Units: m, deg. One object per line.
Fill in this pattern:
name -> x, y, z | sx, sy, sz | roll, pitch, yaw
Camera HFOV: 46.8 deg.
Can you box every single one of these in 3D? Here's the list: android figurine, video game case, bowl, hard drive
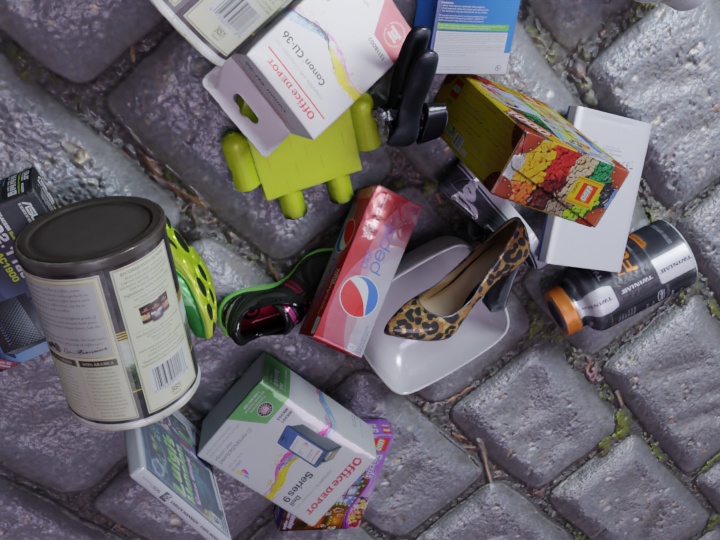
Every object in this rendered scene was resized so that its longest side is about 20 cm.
android figurine -> -0.068, -0.156, 0.955 | 0.182, 0.041, 0.200 | -18, 128, -8
video game case -> -0.236, 0.230, 1.045 | 0.023, 0.200, 0.182 | -34, 127, 2
bowl -> 0.086, 0.053, 1.126 | 0.199, 0.075, 0.200 | -31, 126, 1
hard drive -> 0.307, -0.103, 1.087 | 0.132, 0.025, 0.201 | 6, 98, -28

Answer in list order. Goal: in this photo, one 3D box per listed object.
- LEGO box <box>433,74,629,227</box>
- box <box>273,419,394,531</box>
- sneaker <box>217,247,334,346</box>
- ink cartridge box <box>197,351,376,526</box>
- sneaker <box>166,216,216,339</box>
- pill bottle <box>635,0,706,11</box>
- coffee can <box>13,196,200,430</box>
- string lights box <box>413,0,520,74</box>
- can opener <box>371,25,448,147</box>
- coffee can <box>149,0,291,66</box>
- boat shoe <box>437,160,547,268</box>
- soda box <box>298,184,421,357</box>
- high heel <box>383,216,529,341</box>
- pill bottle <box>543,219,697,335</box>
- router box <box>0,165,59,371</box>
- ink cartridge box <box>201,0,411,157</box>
LEGO box -> 0.184, -0.145, 0.954 | 0.149, 0.200, 0.077 | 14, 117, -28
box -> -0.043, 0.314, 1.271 | 0.137, 0.039, 0.200 | 5, 119, -24
sneaker -> -0.081, 0.040, 1.050 | 0.200, 0.084, 0.077 | -28, 128, -1
ink cartridge box -> -0.098, 0.232, 1.137 | 0.200, 0.088, 0.145 | 37, 104, -18
sneaker -> -0.235, 0.004, 0.986 | 0.083, 0.074, 0.200 | -22, 123, 13
pill bottle -> 0.305, -0.363, 0.910 | 0.200, 0.112, 0.112 | 19, 114, -29
coffee can -> -0.258, 0.044, 0.869 | 0.146, 0.146, 0.200 | -13, 121, -12
string lights box -> 0.122, -0.319, 0.904 | 0.103, 0.059, 0.200 | -4, 123, -18
can opener -> 0.054, -0.195, 0.891 | 0.078, 0.063, 0.200 | -22, 161, -8
coffee can -> -0.107, -0.312, 0.771 | 0.200, 0.146, 0.146 | -40, 126, 8
boat shoe -> 0.173, -0.060, 1.085 | 0.068, 0.072, 0.200 | -41, 124, 6
soda box -> 0.000, 0.000, 1.005 | 0.070, 0.063, 0.200 | 25, 81, -19
high heel -> 0.117, 0.007, 1.012 | 0.200, 0.071, 0.143 | -16, 134, -30
pill bottle -> 0.365, 0.017, 1.184 | 0.200, 0.106, 0.106 | -28, 127, -2
router box -> -0.386, 0.003, 0.928 | 0.150, 0.062, 0.200 | -24, 127, -5
ink cartridge box -> -0.052, -0.218, 0.861 | 0.200, 0.067, 0.117 | -46, 119, -9
